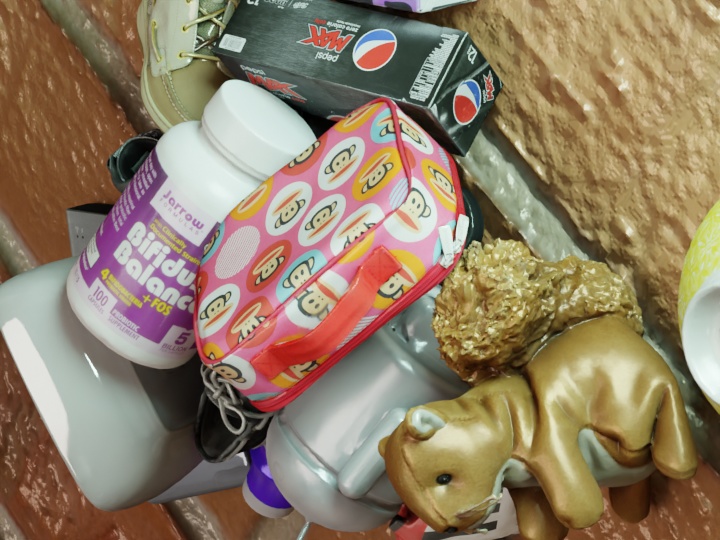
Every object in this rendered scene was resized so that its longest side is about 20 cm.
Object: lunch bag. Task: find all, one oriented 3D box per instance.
[{"bbox_3d":[-0.022,-0.006,1.531,0.200,0.082,0.176,-39,28,18],"label":"lunch bag"}]

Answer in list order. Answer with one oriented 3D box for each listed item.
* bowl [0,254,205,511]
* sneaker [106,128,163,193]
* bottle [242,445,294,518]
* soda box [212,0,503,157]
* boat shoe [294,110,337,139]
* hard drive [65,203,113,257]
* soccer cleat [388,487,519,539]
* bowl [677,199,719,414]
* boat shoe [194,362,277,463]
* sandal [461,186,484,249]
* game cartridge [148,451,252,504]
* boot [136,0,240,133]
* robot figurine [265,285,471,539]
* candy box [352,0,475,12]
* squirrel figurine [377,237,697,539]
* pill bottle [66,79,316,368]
[{"bbox_3d":[-0.180,0.074,1.791,0.074,0.200,0.201,-26,89,21],"label":"bowl"},{"bbox_3d":[-0.156,-0.070,1.818,0.099,0.071,0.200,52,173,-18],"label":"sneaker"},{"bbox_3d":[-0.040,0.113,1.801,0.084,0.065,0.200,50,135,24],"label":"bottle"},{"bbox_3d":[-0.003,-0.143,1.628,0.199,0.071,0.064,18,72,36],"label":"soda box"},{"bbox_3d":[-0.043,-0.099,1.729,0.200,0.068,0.072,-16,91,51],"label":"boat shoe"},{"bbox_3d":[-0.190,0.048,1.981,0.139,0.033,0.201,8,109,48],"label":"hard drive"},{"bbox_3d":[0.103,0.143,1.651,0.200,0.085,0.069,-46,22,28],"label":"soccer cleat"},{"bbox_3d":[0.257,0.034,1.392,0.200,0.107,0.201,21,119,44],"label":"bowl"},{"bbox_3d":[-0.084,0.081,1.703,0.074,0.068,0.199,52,150,12],"label":"boat shoe"},{"bbox_3d":[0.000,-0.001,1.680,0.200,0.048,0.076,-37,63,28],"label":"sandal"},{"bbox_3d":[-0.161,0.091,1.915,0.133,0.042,0.201,-16,96,26],"label":"game cartridge"},{"bbox_3d":[-0.112,-0.198,1.740,0.201,0.072,0.155,-106,34,-44],"label":"boot"},{"bbox_3d":[0.010,0.103,1.637,0.113,0.170,0.200,36,105,-7],"label":"robot figurine"},{"bbox_3d":[-0.005,-0.278,1.619,0.199,0.071,0.169,16,116,46],"label":"candy box"},{"bbox_3d":[0.100,0.082,1.513,0.142,0.186,0.201,128,132,-75],"label":"squirrel figurine"},{"bbox_3d":[-0.118,-0.035,1.669,0.112,0.112,0.200,49,116,27],"label":"pill bottle"}]
